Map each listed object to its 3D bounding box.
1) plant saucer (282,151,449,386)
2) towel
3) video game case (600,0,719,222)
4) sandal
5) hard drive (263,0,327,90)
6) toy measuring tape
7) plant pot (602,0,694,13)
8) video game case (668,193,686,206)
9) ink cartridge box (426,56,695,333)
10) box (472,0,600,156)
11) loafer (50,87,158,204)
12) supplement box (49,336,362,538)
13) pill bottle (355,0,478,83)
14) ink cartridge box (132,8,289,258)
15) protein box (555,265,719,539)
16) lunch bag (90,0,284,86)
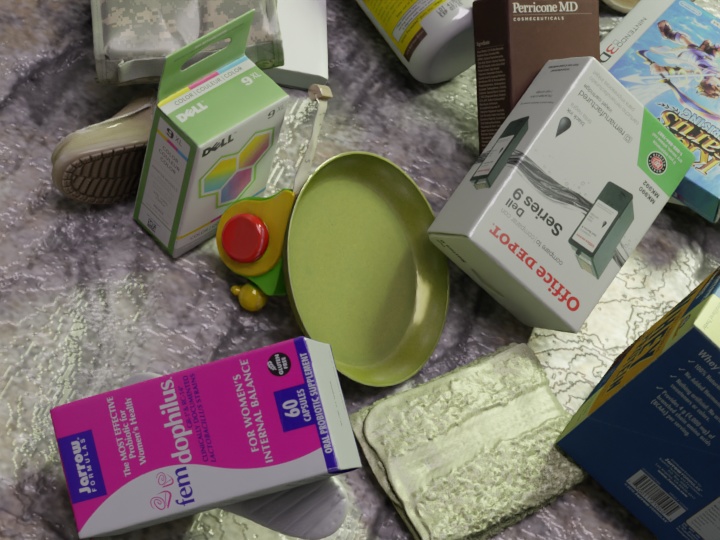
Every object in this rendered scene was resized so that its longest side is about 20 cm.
[{"bbox_3d":[0.000,0.000,1.479,0.200,0.031,0.201,12,74,-46],"label":"plant saucer"},{"bbox_3d":[0.099,0.148,1.465,0.200,0.037,0.149,-21,68,-31],"label":"towel"},{"bbox_3d":[0.317,-0.168,1.704,0.200,0.045,0.181,35,67,20],"label":"video game case"},{"bbox_3d":[-0.103,0.153,1.367,0.206,0.059,0.079,27,87,10],"label":"sandal"},{"bbox_3d":[-0.098,-0.267,1.674,0.132,0.026,0.200,9,55,-15],"label":"hard drive"},{"bbox_3d":[-0.078,-0.065,1.476,0.073,0.074,0.201,12,97,-13],"label":"toy measuring tape"},{"bbox_3d":[0.295,-0.403,1.831,0.200,0.201,0.184,-5,48,-24],"label":"plant pot"},{"bbox_3d":[0.393,-0.128,1.717,0.200,0.023,0.182,14,61,9],"label":"video game case"},{"bbox_3d":[0.177,-0.064,1.534,0.146,0.084,0.200,40,78,-21],"label":"ink cartridge box"},{"bbox_3d":[0.166,-0.153,1.609,0.100,0.075,0.201,-5,94,-23],"label":"box"},{"bbox_3d":[-0.191,-0.114,1.511,0.200,0.076,0.068,-19,59,-43],"label":"loafer"},{"bbox_3d":[-0.113,0.125,1.291,0.200,0.103,0.101,-17,82,8],"label":"supplement box"},{"bbox_3d":[0.045,-0.286,1.689,0.109,0.109,0.200,-23,69,-32],"label":"pill bottle"},{"bbox_3d":[-0.121,-0.110,1.448,0.059,0.200,0.104,43,53,19],"label":"ink cartridge box"},{"bbox_3d":[0.311,0.125,1.436,0.198,0.200,0.135,43,46,2],"label":"protein box"},{"bbox_3d":[-0.154,-0.229,1.532,0.164,0.118,0.200,-6,43,-3],"label":"lunch bag"}]
